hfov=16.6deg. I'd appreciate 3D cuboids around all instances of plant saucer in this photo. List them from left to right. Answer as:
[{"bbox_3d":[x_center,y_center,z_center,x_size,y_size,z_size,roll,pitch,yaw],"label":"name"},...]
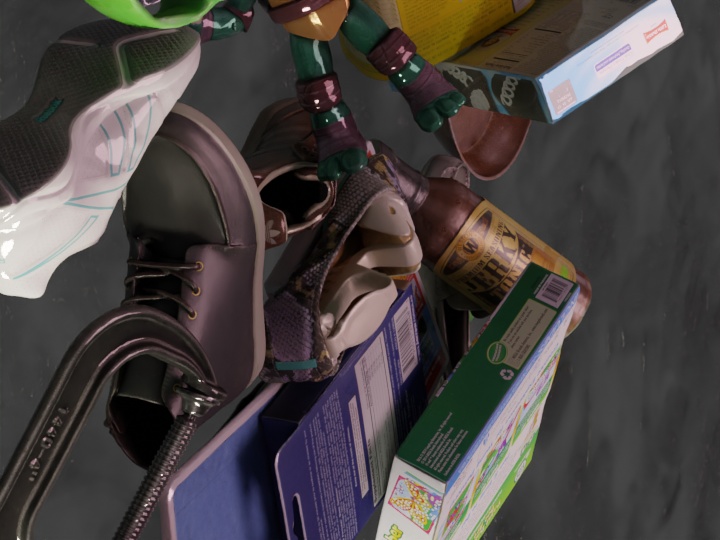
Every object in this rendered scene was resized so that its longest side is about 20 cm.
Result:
[{"bbox_3d":[0.087,-0.168,1.821,0.200,0.034,0.202,4,90,-66],"label":"plant saucer"}]

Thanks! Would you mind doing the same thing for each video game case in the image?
[{"bbox_3d":[0.001,0.036,1.617,0.143,0.017,0.201,-60,142,-39],"label":"video game case"}]

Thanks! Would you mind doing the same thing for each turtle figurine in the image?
[{"bbox_3d":[-0.031,-0.156,1.412,0.201,0.149,0.101,55,34,-23],"label":"turtle figurine"}]

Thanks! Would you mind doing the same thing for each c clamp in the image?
[{"bbox_3d":[-0.132,0.117,1.334,0.170,0.027,0.201,19,97,-48],"label":"c clamp"}]

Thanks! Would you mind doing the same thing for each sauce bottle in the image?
[{"bbox_3d":[0.071,-0.020,1.691,0.199,0.065,0.065,33,60,-27],"label":"sauce bottle"}]

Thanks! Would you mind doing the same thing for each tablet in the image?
[{"bbox_3d":[-0.067,0.143,1.481,0.200,0.014,0.131,-42,133,-56],"label":"tablet"}]

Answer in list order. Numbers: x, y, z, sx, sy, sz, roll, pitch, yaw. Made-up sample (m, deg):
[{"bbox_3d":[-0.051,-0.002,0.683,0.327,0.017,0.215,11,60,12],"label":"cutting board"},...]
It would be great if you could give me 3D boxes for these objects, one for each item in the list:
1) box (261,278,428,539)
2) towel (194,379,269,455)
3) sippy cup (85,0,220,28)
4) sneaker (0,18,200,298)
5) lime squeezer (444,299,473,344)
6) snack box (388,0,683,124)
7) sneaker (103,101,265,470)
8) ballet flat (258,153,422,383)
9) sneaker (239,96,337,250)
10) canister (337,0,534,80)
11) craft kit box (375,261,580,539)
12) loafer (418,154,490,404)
[{"bbox_3d":[-0.013,0.107,1.538,0.200,0.032,0.122,-51,141,-50],"label":"box"},{"bbox_3d":[-0.052,0.167,1.578,0.193,0.034,0.201,-51,138,-51],"label":"towel"},{"bbox_3d":[-0.102,-0.228,1.288,0.130,0.139,0.179,33,31,-51],"label":"sippy cup"},{"bbox_3d":[-0.148,-0.064,1.292,0.200,0.070,0.081,-51,149,-42],"label":"sneaker"},{"bbox_3d":[0.068,0.042,1.835,0.071,0.037,0.202,-114,-160,-72],"label":"lime squeezer"},{"bbox_3d":[0.108,-0.152,1.637,0.116,0.200,0.037,-34,115,-21],"label":"snack box"},{"bbox_3d":[-0.104,0.011,1.381,0.106,0.074,0.201,-54,143,-48],"label":"sneaker"},{"bbox_3d":[0.000,0.000,1.522,0.201,0.072,0.072,-57,144,-42],"label":"ballet flat"},{"bbox_3d":[-0.041,-0.051,1.507,0.200,0.075,0.071,-45,135,-55],"label":"sneaker"},{"bbox_3d":[0.034,-0.236,1.572,0.148,0.087,0.201,-30,135,-15],"label":"canister"},{"bbox_3d":[0.072,0.126,1.659,0.200,0.048,0.198,-52,159,-39],"label":"craft kit box"},{"bbox_3d":[0.063,0.019,1.758,0.070,0.069,0.202,6,89,-66],"label":"loafer"}]
